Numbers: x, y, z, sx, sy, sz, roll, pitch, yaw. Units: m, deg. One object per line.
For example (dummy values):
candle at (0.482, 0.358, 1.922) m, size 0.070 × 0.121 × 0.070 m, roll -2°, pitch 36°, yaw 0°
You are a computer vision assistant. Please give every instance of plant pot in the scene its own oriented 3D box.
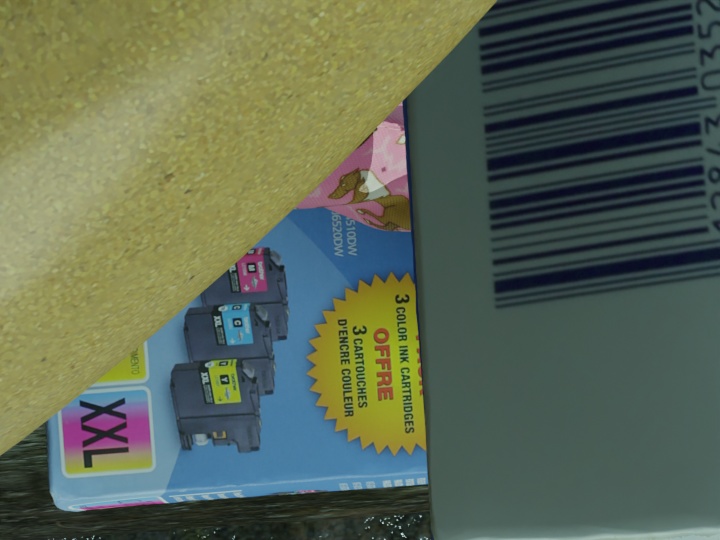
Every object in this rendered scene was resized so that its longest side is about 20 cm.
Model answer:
plant pot at (-0.077, -0.050, 0.519) m, size 0.199 × 0.187 × 0.186 m, roll -23°, pitch 164°, yaw 24°

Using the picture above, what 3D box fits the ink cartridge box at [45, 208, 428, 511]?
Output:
ink cartridge box at (0.000, 0.000, 0.914) m, size 0.199 × 0.137 × 0.076 m, roll -5°, pitch 177°, yaw -1°

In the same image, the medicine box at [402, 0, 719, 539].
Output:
medicine box at (0.100, -0.019, 0.705) m, size 0.103 × 0.183 × 0.200 m, roll -9°, pitch 169°, yaw 28°

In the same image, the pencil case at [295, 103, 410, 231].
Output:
pencil case at (-0.065, -0.051, 0.753) m, size 0.199 × 0.087 × 0.083 m, roll 1°, pitch 137°, yaw -32°
